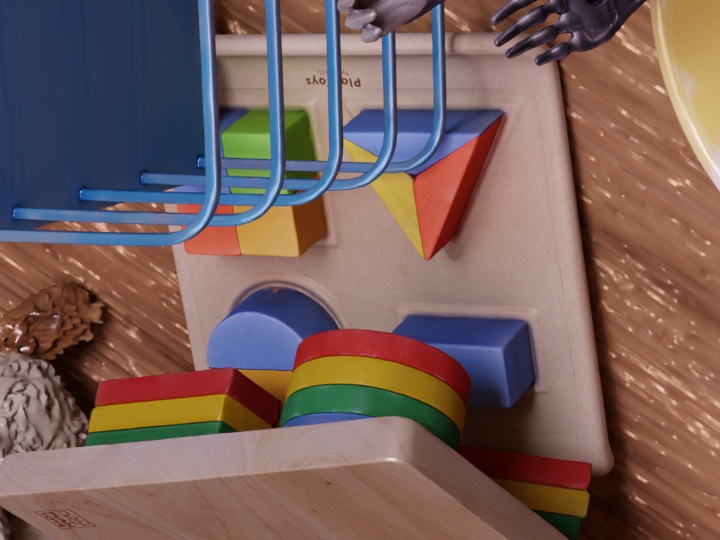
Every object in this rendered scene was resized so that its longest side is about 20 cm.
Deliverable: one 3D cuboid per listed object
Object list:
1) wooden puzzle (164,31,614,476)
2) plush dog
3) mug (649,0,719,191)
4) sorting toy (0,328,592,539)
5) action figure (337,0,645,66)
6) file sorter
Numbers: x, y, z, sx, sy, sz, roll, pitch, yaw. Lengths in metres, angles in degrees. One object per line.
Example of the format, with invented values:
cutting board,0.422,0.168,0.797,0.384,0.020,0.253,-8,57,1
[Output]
wooden puzzle,0.000,0.000,1.189,0.185,0.046,0.201,2,118,26
plush dog,-0.152,0.113,1.299,0.200,0.160,0.172,24,147,48
mug,0.189,-0.108,0.955,0.187,0.153,0.149,62,149,8
sorting toy,-0.005,0.092,1.178,0.198,0.070,0.200,-7,148,35
action figure,0.035,-0.139,0.992,0.102,0.200,0.119,-13,111,-10
file sorter,-0.062,-0.086,1.054,0.122,0.200,0.139,3,101,25
